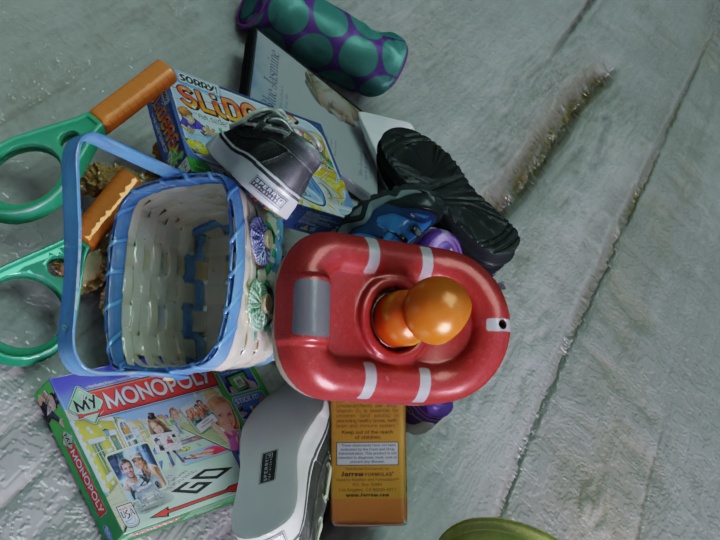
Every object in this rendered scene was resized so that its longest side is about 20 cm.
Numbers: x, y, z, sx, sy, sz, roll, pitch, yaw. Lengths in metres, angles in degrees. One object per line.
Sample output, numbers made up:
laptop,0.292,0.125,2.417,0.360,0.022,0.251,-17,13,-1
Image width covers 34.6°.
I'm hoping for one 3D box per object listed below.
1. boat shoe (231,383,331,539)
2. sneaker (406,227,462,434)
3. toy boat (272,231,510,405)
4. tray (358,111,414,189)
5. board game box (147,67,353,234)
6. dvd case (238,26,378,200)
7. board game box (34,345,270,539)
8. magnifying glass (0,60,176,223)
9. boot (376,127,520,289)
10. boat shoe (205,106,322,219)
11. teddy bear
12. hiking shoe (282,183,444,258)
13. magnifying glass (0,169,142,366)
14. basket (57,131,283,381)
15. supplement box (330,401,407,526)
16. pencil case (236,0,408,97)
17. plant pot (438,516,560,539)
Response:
boat shoe,-0.058,0.165,0.919,0.200,0.071,0.064,-78,150,-57
sneaker,0.075,0.051,1.060,0.081,0.083,0.200,17,64,-24
toy boat,0.038,0.036,0.891,0.200,0.131,0.131,7,78,-33
tray,0.060,-0.091,1.342,0.107,0.022,0.200,4,57,-53
board game box,-0.101,-0.107,1.083,0.200,0.034,0.136,14,43,-43
dvd case,-0.054,-0.174,1.305,0.200,0.018,0.143,34,37,-30
board game box,-0.147,0.131,0.934,0.200,0.029,0.135,-11,64,-49
magnifying glass,-0.239,-0.113,0.979,0.080,0.022,0.200,39,66,24
boot,0.068,-0.029,1.191,0.073,0.163,0.198,-29,67,-37
boat shoe,-0.074,-0.096,0.926,0.074,0.068,0.199,41,0,-14
teddy bear,-0.194,-0.031,1.025,0.145,0.067,0.200,21,48,-17
hiking shoe,0.000,0.000,1.070,0.074,0.200,0.087,34,27,-53
magnifying glass,-0.238,-0.007,0.930,0.080,0.022,0.200,33,54,-3
basket,-0.149,-0.002,0.889,0.200,0.139,0.177,12,73,-50
supplement box,0.007,0.114,0.987,0.069,0.067,0.200,-2,81,1
pencil case,-0.045,-0.285,1.388,0.200,0.085,0.093,25,57,-27
plant pot,0.087,0.325,0.873,0.200,0.200,0.190,48,49,3
